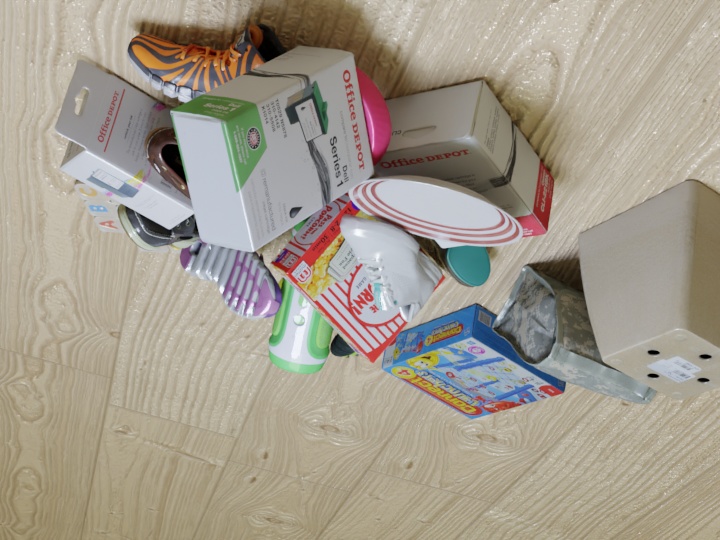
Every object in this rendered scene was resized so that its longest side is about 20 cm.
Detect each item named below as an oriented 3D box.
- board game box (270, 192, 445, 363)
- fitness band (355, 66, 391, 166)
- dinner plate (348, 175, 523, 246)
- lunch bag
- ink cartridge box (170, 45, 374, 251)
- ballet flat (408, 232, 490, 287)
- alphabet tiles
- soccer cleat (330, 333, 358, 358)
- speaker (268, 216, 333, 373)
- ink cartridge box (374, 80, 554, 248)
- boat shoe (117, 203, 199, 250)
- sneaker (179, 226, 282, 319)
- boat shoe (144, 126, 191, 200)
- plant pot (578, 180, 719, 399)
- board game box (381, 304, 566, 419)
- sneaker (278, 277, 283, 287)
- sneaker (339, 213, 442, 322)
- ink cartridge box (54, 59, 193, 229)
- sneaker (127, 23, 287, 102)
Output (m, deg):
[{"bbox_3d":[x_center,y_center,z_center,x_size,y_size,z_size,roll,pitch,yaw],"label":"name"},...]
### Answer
[{"bbox_3d":[0.000,0.000,1.706,0.046,0.152,0.200,28,165,52],"label":"board game box"},{"bbox_3d":[-0.041,-0.160,1.497,0.144,0.037,0.200,57,143,5],"label":"fitness band"},{"bbox_3d":[0.085,-0.071,1.497,0.200,0.024,0.200,14,168,3],"label":"dinner plate"},{"bbox_3d":[0.285,0.091,1.730,0.164,0.118,0.200,24,-169,-19],"label":"lunch bag"},{"bbox_3d":[-0.085,-0.130,1.379,0.084,0.200,0.146,13,125,39],"label":"ink cartridge box"},{"bbox_3d":[0.100,-0.048,1.711,0.065,0.071,0.200,23,161,43],"label":"ballet flat"},{"bbox_3d":[-0.285,-0.080,1.829,0.195,0.015,0.200,4,150,14],"label":"alphabet tiles"},{"bbox_3d":[0.001,0.067,1.938,0.081,0.068,0.200,39,143,-11],"label":"soccer cleat"},{"bbox_3d":[-0.065,0.031,1.762,0.088,0.088,0.200,13,107,-1],"label":"speaker"},{"bbox_3d":[0.116,-0.118,1.547,0.144,0.084,0.200,-7,146,32],"label":"ink cartridge box"},{"bbox_3d":[-0.242,-0.068,1.714,0.066,0.072,0.201,-27,171,14],"label":"boat shoe"},{"bbox_3d":[-0.156,0.004,1.798,0.088,0.081,0.200,17,-166,-44],"label":"sneaker"},{"bbox_3d":[-0.166,-0.097,1.576,0.200,0.070,0.070,31,180,-25],"label":"boat shoe"},{"bbox_3d":[0.393,0.040,1.625,0.200,0.177,0.200,27,146,-25],"label":"plant pot"},{"bbox_3d":[0.170,0.141,1.998,0.200,0.056,0.196,31,145,-29],"label":"board game box"},{"bbox_3d":[-0.018,0.017,1.843,0.200,0.074,0.082,-16,157,29],"label":"sneaker"},{"bbox_3d":[0.033,0.002,1.628,0.075,0.089,0.200,15,165,38],"label":"sneaker"},{"bbox_3d":[-0.280,-0.150,1.603,0.200,0.117,0.067,31,144,-29],"label":"ink cartridge box"},{"bbox_3d":[-0.154,-0.234,1.472,0.200,0.078,0.112,26,129,0],"label":"sneaker"}]
